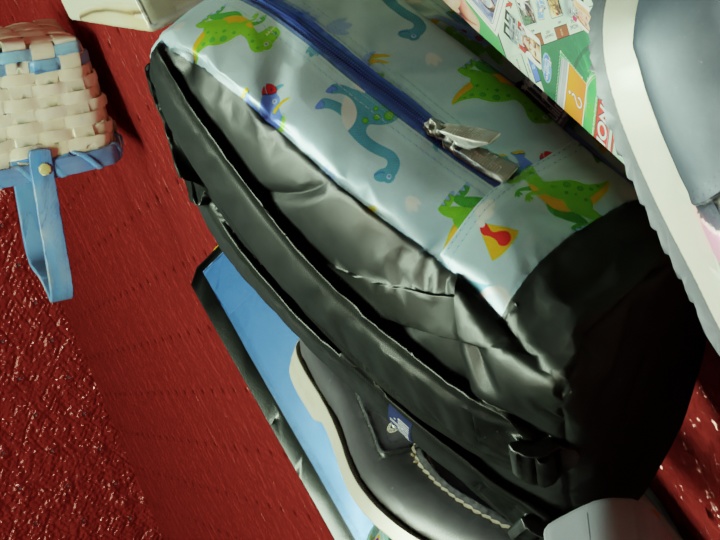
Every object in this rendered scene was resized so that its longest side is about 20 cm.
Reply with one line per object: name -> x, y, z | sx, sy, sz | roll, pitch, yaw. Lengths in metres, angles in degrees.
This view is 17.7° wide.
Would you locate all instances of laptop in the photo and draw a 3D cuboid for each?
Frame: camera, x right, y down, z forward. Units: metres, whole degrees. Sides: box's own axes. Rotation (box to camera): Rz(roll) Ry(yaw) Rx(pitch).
laptop -> 0.000, 0.000, 0.964 | 0.178, 0.103, 0.200 | 58, 167, 26

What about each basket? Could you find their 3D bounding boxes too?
basket -> -0.257, -0.087, 1.796 | 0.176, 0.139, 0.201 | -148, 44, -71

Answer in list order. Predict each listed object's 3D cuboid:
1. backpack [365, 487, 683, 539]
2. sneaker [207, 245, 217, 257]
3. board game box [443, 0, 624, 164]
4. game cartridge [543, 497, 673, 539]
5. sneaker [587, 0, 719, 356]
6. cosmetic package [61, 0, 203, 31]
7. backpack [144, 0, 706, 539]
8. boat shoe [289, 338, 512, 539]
backpack -> 0.079, 0.160, 0.885 | 0.200, 0.166, 0.127 | -122, 32, -41
sneaker -> -0.027, 0.006, 1.128 | 0.075, 0.090, 0.200 | 64, 169, -2
board game box -> 0.059, -0.111, 0.595 | 0.135, 0.029, 0.200 | 45, 160, 30
game cartridge -> 0.114, 0.170, 0.702 | 0.200, 0.041, 0.133 | 59, -168, -25
sneaker -> 0.127, 0.009, 0.518 | 0.082, 0.070, 0.200 | -14, 112, 54
cosmetic package -> -0.078, -0.155, 0.979 | 0.073, 0.103, 0.200 | 66, 170, -12
backpack -> 0.020, -0.024, 0.753 | 0.200, 0.154, 0.163 | 28, 162, 21
boat shoe -> 0.029, 0.050, 0.851 | 0.200, 0.072, 0.063 | 47, 125, 56
